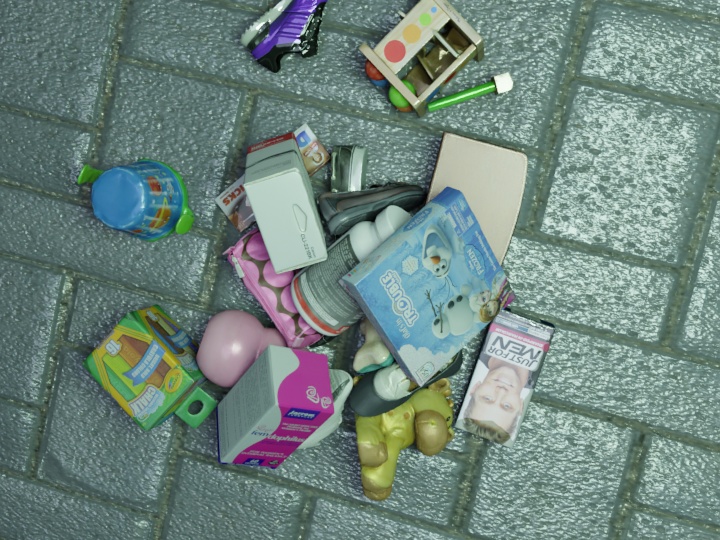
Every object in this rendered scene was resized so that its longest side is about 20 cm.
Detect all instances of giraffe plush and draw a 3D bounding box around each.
[{"bbox_3d":[0.073,0.246,1.243,0.160,0.173,0.202,-6,58,-1],"label":"giraffe plush"}]

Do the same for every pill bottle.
[{"bbox_3d":[0.000,0.000,1.170,0.200,0.116,0.116,-38,87,27],"label":"pill bottle"}]

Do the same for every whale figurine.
[{"bbox_3d":[0.064,0.084,1.206,0.104,0.201,0.159,44,139,-19],"label":"whale figurine"}]

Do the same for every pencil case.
[{"bbox_3d":[-0.132,0.032,1.250,0.091,0.093,0.200,-44,78,27],"label":"pencil case"}]

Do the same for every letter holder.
[{"bbox_3d":[0.171,-0.096,1.217,0.141,0.101,0.202,15,96,6],"label":"letter holder"}]

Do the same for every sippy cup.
[{"bbox_3d":[-0.368,-0.116,1.284,0.176,0.130,0.141,-10,91,10],"label":"sippy cup"}]

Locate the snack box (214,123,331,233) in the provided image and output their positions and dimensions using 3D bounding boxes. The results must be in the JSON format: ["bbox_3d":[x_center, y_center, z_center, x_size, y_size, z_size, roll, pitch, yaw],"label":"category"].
[{"bbox_3d":[-0.143,-0.151,1.299,0.199,0.024,0.072,-38,88,9],"label":"snack box"}]

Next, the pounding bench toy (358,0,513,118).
[{"bbox_3d":[0.114,-0.299,1.200,0.156,0.124,0.200,-44,86,9],"label":"pounding bench toy"}]

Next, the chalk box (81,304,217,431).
[{"bbox_3d":[-0.328,0.173,1.298,0.200,0.124,0.125,44,99,4],"label":"chalk box"}]

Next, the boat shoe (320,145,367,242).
[{"bbox_3d":[-0.029,-0.101,1.266,0.063,0.071,0.202,6,87,9],"label":"boat shoe"}]

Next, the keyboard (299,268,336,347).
[{"bbox_3d":[-0.087,0.020,1.304,0.127,0.021,0.201,-37,88,9],"label":"keyboard"}]

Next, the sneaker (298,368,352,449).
[{"bbox_3d":[-0.064,0.220,1.257,0.200,0.086,0.075,-50,46,39],"label":"sneaker"}]

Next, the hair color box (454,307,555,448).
[{"bbox_3d":[0.227,0.165,1.243,0.099,0.061,0.202,19,97,8],"label":"hair color box"}]

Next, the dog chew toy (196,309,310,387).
[{"bbox_3d":[-0.160,0.142,1.275,0.198,0.125,0.126,20,96,-8],"label":"dog chew toy"}]

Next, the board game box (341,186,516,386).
[{"bbox_3d":[0.102,0.024,1.099,0.199,0.043,0.201,-41,120,-12],"label":"board game box"}]

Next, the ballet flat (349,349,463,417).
[{"bbox_3d":[0.073,0.153,1.183,0.199,0.073,0.074,-23,90,-23],"label":"ballet flat"}]

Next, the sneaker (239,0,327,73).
[{"bbox_3d":[-0.089,-0.395,1.260,0.200,0.070,0.100,-38,94,13],"label":"sneaker"}]

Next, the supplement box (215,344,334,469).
[{"bbox_3d":[-0.133,0.210,1.190,0.100,0.104,0.200,13,136,-29],"label":"supplement box"}]

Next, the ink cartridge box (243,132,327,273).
[{"bbox_3d":[-0.113,-0.106,1.186,0.083,0.200,0.145,-18,114,1],"label":"ink cartridge box"}]

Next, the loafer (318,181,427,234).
[{"bbox_3d":[0.021,-0.111,1.208,0.063,0.199,0.072,58,139,14],"label":"loafer"}]
